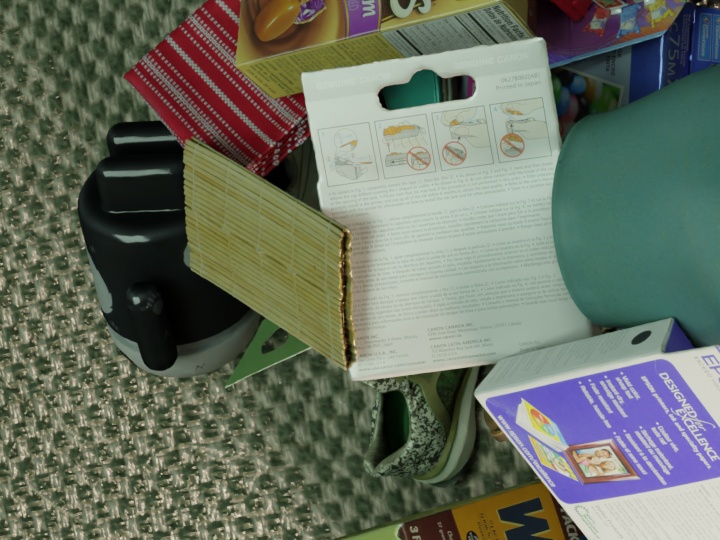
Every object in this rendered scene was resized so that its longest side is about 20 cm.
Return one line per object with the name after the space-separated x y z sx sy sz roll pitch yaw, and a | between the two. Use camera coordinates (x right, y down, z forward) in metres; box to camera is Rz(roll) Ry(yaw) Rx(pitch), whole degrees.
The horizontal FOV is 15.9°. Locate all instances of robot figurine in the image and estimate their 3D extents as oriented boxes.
-0.142 -0.015 1.902 0.125 0.150 0.201 28 142 37 | robot figurine

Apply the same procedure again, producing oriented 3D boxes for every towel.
-0.052 -0.157 1.755 0.200 0.022 0.145 -42 57 0 | towel

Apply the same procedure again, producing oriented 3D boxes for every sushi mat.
-0.061 -0.014 1.668 0.200 0.012 0.096 31 130 51 | sushi mat

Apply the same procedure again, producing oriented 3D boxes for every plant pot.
0.224 -0.034 1.553 0.187 0.200 0.201 -4 94 32 | plant pot

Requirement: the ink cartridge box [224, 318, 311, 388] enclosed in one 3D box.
0.000 0.000 1.733 0.199 0.146 0.048 -22 102 15 | ink cartridge box

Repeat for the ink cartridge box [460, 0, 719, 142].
0.153 -0.122 1.697 0.199 0.042 0.120 10 103 37 | ink cartridge box

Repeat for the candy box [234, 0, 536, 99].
0.017 -0.192 1.680 0.199 0.056 0.117 -11 62 27 | candy box

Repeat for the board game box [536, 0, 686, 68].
0.128 -0.212 1.675 0.199 0.039 0.159 -14 62 31 | board game box

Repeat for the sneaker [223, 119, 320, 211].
-0.063 -0.118 1.794 0.078 0.099 0.201 -29 76 40 | sneaker

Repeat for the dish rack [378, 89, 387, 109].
-0.048 -0.119 1.882 0.200 0.054 0.154 46 122 26 | dish rack

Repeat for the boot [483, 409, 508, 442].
0.128 0.025 1.728 0.075 0.074 0.200 30 113 -7 | boot

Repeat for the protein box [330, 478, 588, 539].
0.039 0.238 1.766 0.198 0.200 0.136 -21 83 40 | protein box

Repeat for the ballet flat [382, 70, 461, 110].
0.040 -0.170 1.788 0.067 0.064 0.201 -39 63 43 | ballet flat

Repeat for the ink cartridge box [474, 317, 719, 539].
0.199 0.118 1.563 0.200 0.043 0.198 -14 122 46 | ink cartridge box

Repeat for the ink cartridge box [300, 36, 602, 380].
0.057 -0.039 1.614 0.160 0.050 0.201 -8 100 12 | ink cartridge box

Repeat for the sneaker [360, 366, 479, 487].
0.040 0.061 1.812 0.077 0.088 0.201 11 103 38 | sneaker

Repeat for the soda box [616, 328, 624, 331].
0.234 0.119 1.674 0.068 0.064 0.201 -33 75 38 | soda box
